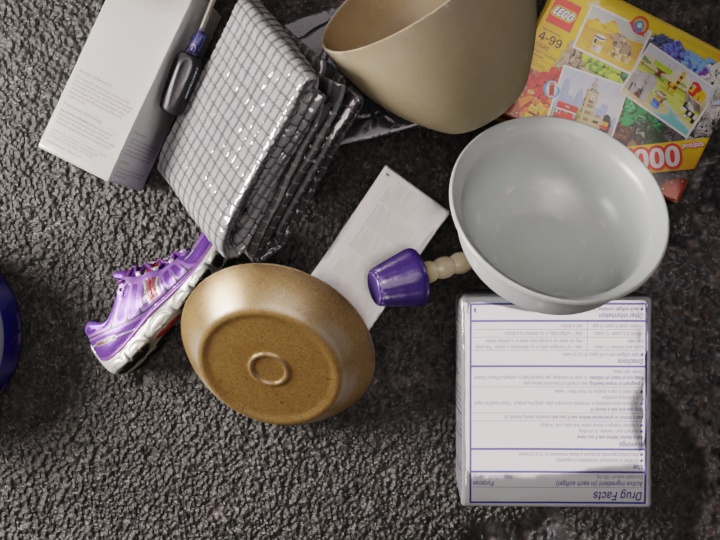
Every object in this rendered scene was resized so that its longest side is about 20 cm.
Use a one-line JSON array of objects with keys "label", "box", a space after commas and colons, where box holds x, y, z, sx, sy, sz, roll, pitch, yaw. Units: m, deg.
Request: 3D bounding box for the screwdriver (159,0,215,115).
[{"label": "screwdriver", "box": [-0.140, -0.239, 0.907, 0.029, 0.028, 0.202, 20, 104, -39]}]

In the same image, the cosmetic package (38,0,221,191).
[{"label": "cosmetic package", "box": [-0.223, -0.190, 0.957, 0.084, 0.108, 0.203, 25, 90, 5]}]

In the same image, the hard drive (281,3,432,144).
[{"label": "hard drive", "box": [0.004, -0.201, 0.980, 0.196, 0.042, 0.137, -14, 90, 2]}]

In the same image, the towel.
[{"label": "towel", "box": [-0.098, -0.131, 0.912, 0.202, 0.085, 0.166, -58, 47, 21]}]

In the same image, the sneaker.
[{"label": "sneaker", "box": [-0.203, 0.014, 0.976, 0.200, 0.081, 0.084, -44, 83, 3]}]

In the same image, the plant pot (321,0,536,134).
[{"label": "plant pot", "box": [0.081, -0.206, 0.876, 0.199, 0.201, 0.135, -36, 117, 2]}]

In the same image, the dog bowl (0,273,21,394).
[{"label": "dog bowl", "box": [-0.453, 0.067, 0.984, 0.196, 0.079, 0.204, 0, 91, 2]}]

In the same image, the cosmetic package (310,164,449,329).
[{"label": "cosmetic package", "box": [0.000, 0.000, 0.979, 0.082, 0.051, 0.201, 35, 92, -4]}]

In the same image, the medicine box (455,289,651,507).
[{"label": "medicine box", "box": [0.184, 0.123, 0.949, 0.179, 0.103, 0.204, 0, 91, 2]}]

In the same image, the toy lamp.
[{"label": "toy lamp", "box": [0.102, -0.007, 0.942, 0.197, 0.058, 0.059, -15, 91, -16]}]

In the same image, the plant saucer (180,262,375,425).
[{"label": "plant saucer", "box": [-0.085, 0.085, 0.937, 0.196, 0.036, 0.203, 7, 127, 9]}]

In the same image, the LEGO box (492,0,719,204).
[{"label": "LEGO box", "box": [0.248, -0.176, 0.954, 0.198, 0.077, 0.151, 26, 92, 1]}]

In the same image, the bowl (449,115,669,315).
[{"label": "bowl", "box": [0.171, -0.035, 0.882, 0.197, 0.091, 0.204, 3, 57, -5]}]
